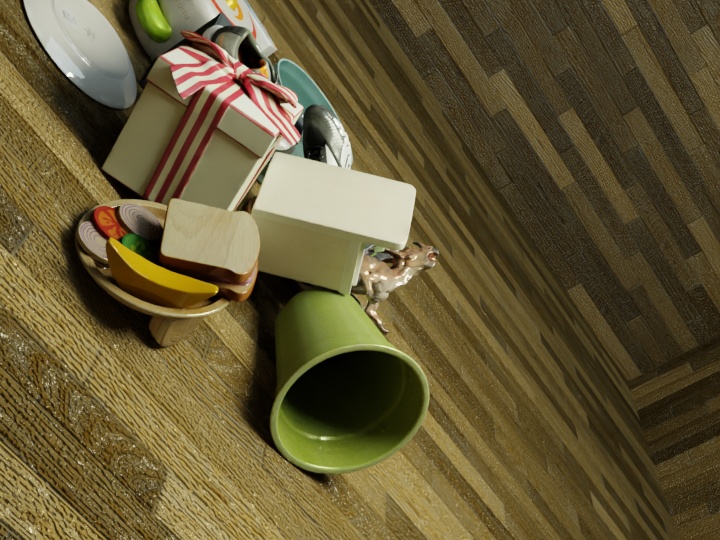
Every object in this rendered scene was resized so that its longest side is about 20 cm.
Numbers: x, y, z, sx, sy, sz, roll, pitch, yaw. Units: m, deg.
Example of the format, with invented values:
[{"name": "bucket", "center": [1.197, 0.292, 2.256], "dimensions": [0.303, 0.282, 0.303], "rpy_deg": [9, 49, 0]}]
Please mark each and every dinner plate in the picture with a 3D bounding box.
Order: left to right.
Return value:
[{"name": "dinner plate", "center": [-0.356, -0.302, 1.250], "dimensions": [0.200, 0.024, 0.201], "rpy_deg": [49, 21, -26]}]

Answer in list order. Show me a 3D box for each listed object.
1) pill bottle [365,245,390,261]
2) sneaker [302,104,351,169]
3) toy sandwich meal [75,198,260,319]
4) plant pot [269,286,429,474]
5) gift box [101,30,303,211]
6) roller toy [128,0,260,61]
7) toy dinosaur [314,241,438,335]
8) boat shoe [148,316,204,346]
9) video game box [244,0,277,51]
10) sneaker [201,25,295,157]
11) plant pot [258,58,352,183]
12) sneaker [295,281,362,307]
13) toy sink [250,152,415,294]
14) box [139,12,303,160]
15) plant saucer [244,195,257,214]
[{"name": "pill bottle", "center": [-0.021, -0.099, 1.678], "dimensions": [0.200, 0.106, 0.106], "rpy_deg": [53, 20, -19]}, {"name": "sneaker", "center": [-0.054, -0.134, 1.378], "dimensions": [0.091, 0.066, 0.201], "rpy_deg": [-45, 133, -51]}, {"name": "toy sandwich meal", "center": [-0.204, -0.027, 1.037], "dimensions": [0.204, 0.070, 0.206], "rpy_deg": [21, 34, -15]}, {"name": "plant pot", "center": [-0.036, 0.121, 1.232], "dimensions": [0.200, 0.200, 0.190], "rpy_deg": [46, 10, -35]}, {"name": "gift box", "center": [-0.180, -0.165, 1.165], "dimensions": [0.184, 0.187, 0.200], "rpy_deg": [31, 21, -9]}, {"name": "roller toy", "center": [-0.246, -0.379, 1.465], "dimensions": [0.183, 0.139, 0.201], "rpy_deg": [49, 21, -30]}, {"name": "toy dinosaur", "center": [0.000, 0.000, 1.360], "dimensions": [0.199, 0.086, 0.136], "rpy_deg": [18, 52, -9]}, {"name": "boat shoe", "center": [-0.200, 0.019, 1.113], "dimensions": [0.069, 0.074, 0.200], "rpy_deg": [35, 28, 1]}, {"name": "video game box", "center": [-0.222, -0.471, 1.745], "dimensions": [0.183, 0.047, 0.200], "rpy_deg": [59, 4, -10]}, {"name": "sneaker", "center": [-0.139, -0.234, 1.276], "dimensions": [0.074, 0.079, 0.201], "rpy_deg": [-53, 128, -34]}, {"name": "plant pot", "center": [-0.123, -0.218, 1.549], "dimensions": [0.200, 0.134, 0.201], "rpy_deg": [49, 22, -27]}, {"name": "sneaker", "center": [-0.056, 0.046, 1.446], "dimensions": [0.200, 0.076, 0.085], "rpy_deg": [-118, -157, -45]}, {"name": "toy sink", "center": [-0.039, -0.055, 1.268], "dimensions": [0.199, 0.113, 0.131], "rpy_deg": [13, 42, 0]}, {"name": "box", "center": [-0.194, -0.244, 1.384], "dimensions": [0.200, 0.141, 0.079], "rpy_deg": [49, 27, -26]}, {"name": "plant saucer", "center": [-0.079, -0.060, 1.446], "dimensions": [0.199, 0.038, 0.201], "rpy_deg": [25, 27, -14]}]
